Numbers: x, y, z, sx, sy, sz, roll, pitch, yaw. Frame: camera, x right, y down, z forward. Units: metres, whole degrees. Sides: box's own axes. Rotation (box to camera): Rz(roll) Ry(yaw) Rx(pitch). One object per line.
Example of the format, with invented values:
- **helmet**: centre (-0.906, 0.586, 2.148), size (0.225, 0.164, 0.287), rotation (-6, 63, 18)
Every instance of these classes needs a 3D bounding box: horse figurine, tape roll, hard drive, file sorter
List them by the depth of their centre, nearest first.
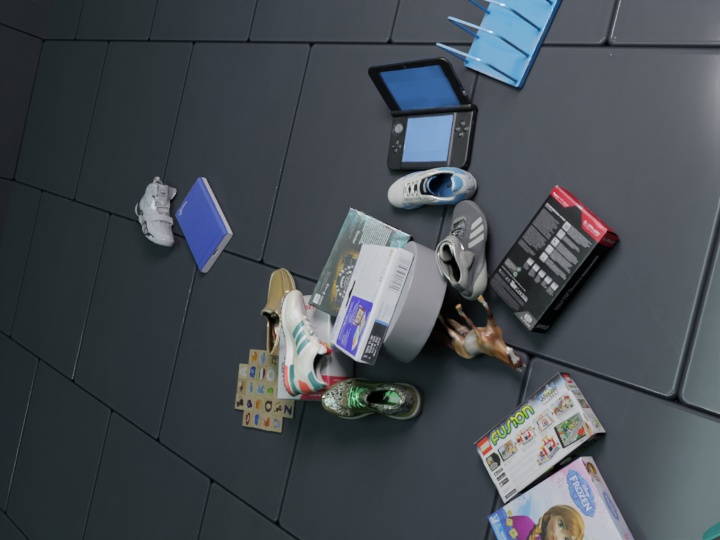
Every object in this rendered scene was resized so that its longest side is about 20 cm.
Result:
- **horse figurine**: centre (0.182, 0.107, 1.349), size (0.050, 0.133, 0.199), rotation (-46, 18, -29)
- **file sorter**: centre (0.239, -0.445, 1.380), size (0.138, 0.121, 0.203), rotation (35, 106, 41)
- **tape roll**: centre (0.083, 0.055, 1.405), size (0.200, 0.065, 0.204), rotation (-158, 89, -80)
- **hard drive**: centre (-0.390, -0.114, 1.996), size (0.132, 0.025, 0.202), rotation (-50, 52, 26)

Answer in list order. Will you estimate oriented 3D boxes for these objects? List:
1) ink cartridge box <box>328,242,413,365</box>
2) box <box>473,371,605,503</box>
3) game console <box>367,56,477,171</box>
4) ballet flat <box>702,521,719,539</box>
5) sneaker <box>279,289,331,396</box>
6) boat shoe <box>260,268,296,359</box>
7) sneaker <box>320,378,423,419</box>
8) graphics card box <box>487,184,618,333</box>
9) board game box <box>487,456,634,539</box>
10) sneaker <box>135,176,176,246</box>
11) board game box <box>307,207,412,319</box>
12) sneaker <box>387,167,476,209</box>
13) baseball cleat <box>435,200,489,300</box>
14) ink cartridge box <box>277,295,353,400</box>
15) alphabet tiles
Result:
- **ink cartridge box**: centre (0.015, 0.053, 1.423), size (0.202, 0.043, 0.200), rotation (-70, 17, -1)
- **box**: centre (0.278, 0.265, 1.269), size (0.200, 0.034, 0.111), rotation (-47, 53, 28)
- **game console**: centre (0.103, -0.281, 1.485), size (0.197, 0.117, 0.175), rotation (6, 86, 45)
- **ballet flat**: centre (0.523, 0.315, 1.011), size (0.075, 0.067, 0.201), rotation (46, 121, 15)
- **sneaker**: centre (-0.098, 0.135, 1.533), size (0.091, 0.070, 0.205), rotation (-8, 74, 21)
- **boat shoe**: centre (-0.176, 0.088, 1.712), size (0.071, 0.075, 0.204), rotation (-28, 60, 39)
- **sneaker**: centre (0.012, 0.228, 1.463), size (0.196, 0.088, 0.079), rotation (-4, 72, 21)
- **graphics card box**: centre (0.303, -0.016, 1.286), size (0.202, 0.050, 0.126), rotation (-57, 49, 20)
- **board game box**: centre (0.310, 0.418, 1.204), size (0.199, 0.041, 0.203), rotation (-44, 55, 30)
- **sneaker**: centre (-0.523, -0.155, 2.097), size (0.201, 0.074, 0.116), rotation (51, 119, 41)
- **board game box**: centre (0.000, 0.000, 1.527), size (0.133, 0.028, 0.203), rotation (24, 89, 12)
- **sneaker**: centre (0.120, -0.153, 1.477), size (0.197, 0.072, 0.074), rotation (-3, 82, 45)
- **baseball cleat**: centre (0.171, -0.052, 1.355), size (0.069, 0.106, 0.203), rotation (-30, 47, 31)
- **ink cartridge box**: centre (-0.088, 0.157, 1.609), size (0.145, 0.085, 0.205), rotation (-6, 76, 41)
- **alphabet tiles**: centre (-0.208, 0.261, 1.762), size (0.197, 0.006, 0.171), rotation (-1, 82, 44)
